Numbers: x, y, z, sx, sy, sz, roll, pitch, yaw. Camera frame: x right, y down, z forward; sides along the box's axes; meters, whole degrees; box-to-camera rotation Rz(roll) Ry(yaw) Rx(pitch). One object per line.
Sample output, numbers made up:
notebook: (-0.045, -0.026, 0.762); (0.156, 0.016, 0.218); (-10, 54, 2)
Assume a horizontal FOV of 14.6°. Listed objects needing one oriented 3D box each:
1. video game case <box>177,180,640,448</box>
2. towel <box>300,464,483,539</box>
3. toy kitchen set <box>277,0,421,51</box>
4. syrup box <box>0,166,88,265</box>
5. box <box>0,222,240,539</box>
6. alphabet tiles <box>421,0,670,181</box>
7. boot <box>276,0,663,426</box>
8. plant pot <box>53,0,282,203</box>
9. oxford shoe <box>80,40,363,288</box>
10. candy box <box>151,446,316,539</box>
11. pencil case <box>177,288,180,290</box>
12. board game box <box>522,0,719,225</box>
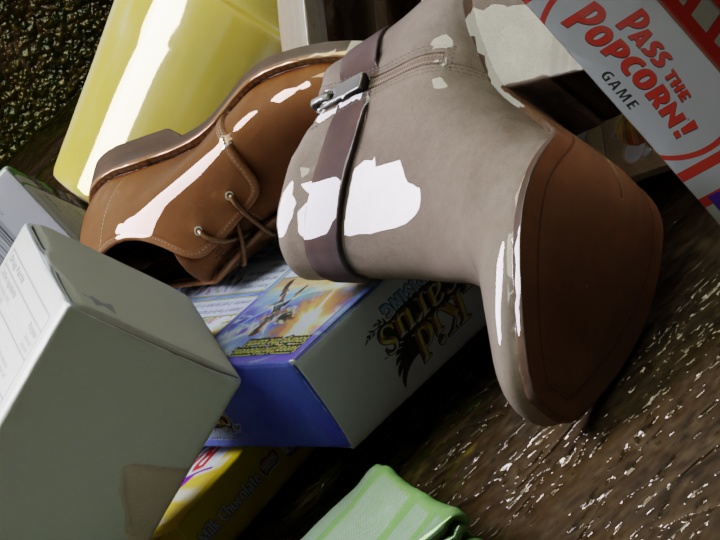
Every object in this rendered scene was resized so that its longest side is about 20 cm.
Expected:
video game case: (0.000, 0.000, 1.134); (0.181, 0.046, 0.200); (-41, 16, -24)
towel: (-0.050, 0.141, 0.919); (0.200, 0.031, 0.149); (-44, 12, -6)
toy kitchen set: (0.069, -0.139, 1.257); (0.162, 0.181, 0.200); (-5, -3, -20)
syrup box: (-0.148, 0.016, 1.411); (0.079, 0.081, 0.200); (-45, -12, 4)
box: (-0.134, 0.094, 1.067); (0.201, 0.078, 0.095); (-59, 25, 11)
alphabet tiles: (0.098, -0.123, 1.060); (0.166, 0.006, 0.201); (-18, 60, 22)
boot: (0.032, -0.020, 0.989); (0.146, 0.070, 0.201); (-15, 43, 37)
plant pot: (-0.057, -0.097, 1.461); (0.189, 0.200, 0.201); (-59, 11, 2)
oxford shoe: (-0.042, -0.032, 1.140); (0.200, 0.071, 0.072); (-27, 38, 42)
candy box: (-0.087, 0.103, 1.195); (0.102, 0.026, 0.200); (-50, 13, -34)
pencil case: (-0.153, 0.074, 1.252); (0.200, 0.087, 0.078); (-43, -10, -18)
board game box: (0.133, -0.123, 0.947); (0.046, 0.152, 0.200); (-31, 17, 47)
